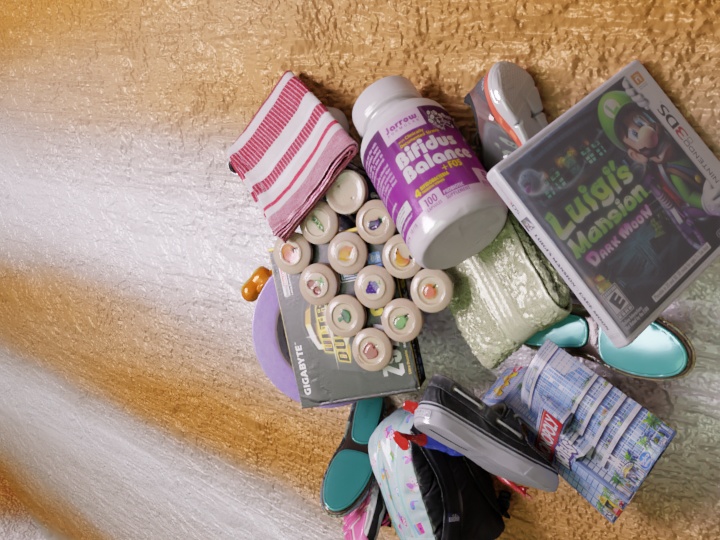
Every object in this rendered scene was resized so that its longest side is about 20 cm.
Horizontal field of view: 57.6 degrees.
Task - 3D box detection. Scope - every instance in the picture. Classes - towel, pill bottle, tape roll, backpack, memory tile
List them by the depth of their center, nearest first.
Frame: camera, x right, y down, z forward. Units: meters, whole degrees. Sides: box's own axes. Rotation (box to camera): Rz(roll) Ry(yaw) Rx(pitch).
[{"bbox_3d":[0.066,-0.112,0.710,0.113,0.110,0.202,-53,54,41],"label":"pill bottle"},{"bbox_3d":[0.140,-0.005,0.741,0.149,0.036,0.203,-47,60,41],"label":"towel"},{"bbox_3d":[0.000,0.000,0.755,0.153,0.017,0.201,-44,81,16],"label":"memory tile"},{"bbox_3d":[-0.092,-0.148,0.802,0.145,0.023,0.201,-49,48,15],"label":"towel"},{"bbox_3d":[-0.043,0.075,0.874,0.195,0.066,0.206,0,93,5],"label":"tape roll"},{"bbox_3d":[0.097,0.280,0.875,0.125,0.165,0.204,-24,87,42],"label":"backpack"}]

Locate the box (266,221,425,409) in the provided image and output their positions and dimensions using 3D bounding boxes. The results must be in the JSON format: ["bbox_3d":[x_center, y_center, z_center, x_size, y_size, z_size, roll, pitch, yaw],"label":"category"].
[{"bbox_3d":[-0.017,0.055,0.800,0.156,0.049,0.205,-11,92,16],"label":"box"}]

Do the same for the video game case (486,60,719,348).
[{"bbox_3d":[0.235,-0.066,0.574,0.183,0.199,0.023,52,161,5],"label":"video game case"}]

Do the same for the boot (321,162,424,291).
[{"bbox_3d":[0.018,-0.061,0.833,0.198,0.073,0.091,35,110,7],"label":"boot"}]

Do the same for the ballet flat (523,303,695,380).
[{"bbox_3d":[0.259,0.068,0.695,0.197,0.070,0.072,7,116,45],"label":"ballet flat"}]

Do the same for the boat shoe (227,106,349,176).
[{"bbox_3d":[-0.101,-0.159,0.879,0.198,0.066,0.075,-17,100,42],"label":"boat shoe"}]

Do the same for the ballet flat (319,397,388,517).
[{"bbox_3d":[-0.003,0.267,0.928,0.073,0.202,0.075,14,137,14],"label":"ballet flat"}]

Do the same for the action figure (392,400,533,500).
[{"bbox_3d":[0.145,0.216,0.789,0.098,0.197,0.067,22,92,57],"label":"action figure"}]

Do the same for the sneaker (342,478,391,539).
[{"bbox_3d":[0.034,0.338,0.940,0.087,0.200,0.074,38,107,-1],"label":"sneaker"}]

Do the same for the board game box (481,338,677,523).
[{"bbox_3d":[0.227,0.169,0.731,0.199,0.062,0.201,37,161,29],"label":"board game box"}]

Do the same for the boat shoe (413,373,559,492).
[{"bbox_3d":[0.151,0.180,0.727,0.198,0.072,0.072,34,156,-19],"label":"boat shoe"}]

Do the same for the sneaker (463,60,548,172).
[{"bbox_3d":[0.168,-0.113,0.693,0.081,0.076,0.204,-19,91,57],"label":"sneaker"}]

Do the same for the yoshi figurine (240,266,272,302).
[{"bbox_3d":[-0.089,0.088,0.971,0.199,0.112,0.113,36,145,16],"label":"yoshi figurine"}]
